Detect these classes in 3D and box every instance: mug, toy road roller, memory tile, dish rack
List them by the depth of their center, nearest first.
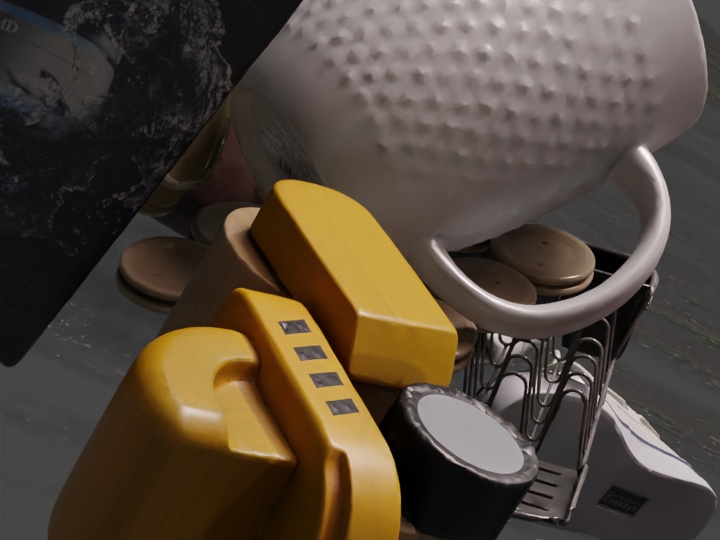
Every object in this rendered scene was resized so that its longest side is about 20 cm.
[{"bbox_3d":[-0.045,0.058,0.908,0.146,0.123,0.200,14,29,-36],"label":"toy road roller"},{"bbox_3d":[0.053,-0.063,1.105,0.200,0.175,0.148,56,-18,13],"label":"mug"},{"bbox_3d":[0.000,0.000,1.129,0.153,0.017,0.200,28,34,26],"label":"memory tile"},{"bbox_3d":[0.045,0.039,1.145,0.153,0.055,0.200,15,28,7],"label":"dish rack"}]

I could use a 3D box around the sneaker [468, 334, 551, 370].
[{"bbox_3d":[0.025,-0.023,1.394,0.200,0.075,0.087,41,21,7],"label":"sneaker"}]

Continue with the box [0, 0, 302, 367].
[{"bbox_3d":[-0.149,-0.108,0.961,0.196,0.200,0.118,36,16,-14],"label":"box"}]

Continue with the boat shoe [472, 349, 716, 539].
[{"bbox_3d":[0.104,0.079,1.284,0.202,0.075,0.086,26,21,-48],"label":"boat shoe"}]

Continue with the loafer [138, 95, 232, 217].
[{"bbox_3d":[-0.075,-0.122,1.127,0.076,0.068,0.201,25,64,-37],"label":"loafer"}]

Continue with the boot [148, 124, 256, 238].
[{"bbox_3d":[-0.059,-0.030,1.210,0.166,0.072,0.200,49,26,-1],"label":"boot"}]
